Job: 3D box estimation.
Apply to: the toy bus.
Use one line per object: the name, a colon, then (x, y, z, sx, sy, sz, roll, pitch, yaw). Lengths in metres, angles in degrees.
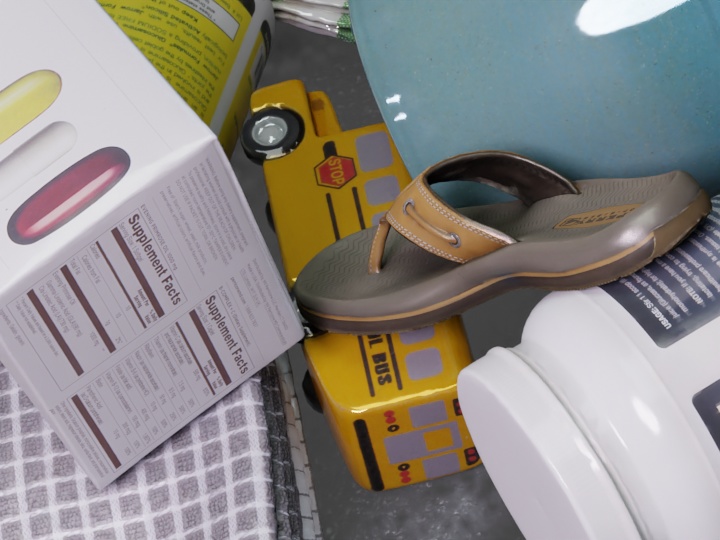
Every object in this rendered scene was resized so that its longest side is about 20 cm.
toy bus: (0.000, 0.000, 1.163, 0.078, 0.065, 0.200, -15, 51, 2)

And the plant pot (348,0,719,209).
plant pot: (0.103, -0.106, 1.149, 0.188, 0.200, 0.200, -23, 50, 12)

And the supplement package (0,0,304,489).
supplement package: (-0.135, -0.043, 1.040, 0.111, 0.156, 0.200, -37, 59, -9)

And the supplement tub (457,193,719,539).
supplement tub: (0.155, 0.044, 1.042, 0.200, 0.141, 0.140, -30, 52, -10)

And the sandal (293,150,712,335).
sandal: (0.051, -0.020, 1.050, 0.200, 0.055, 0.082, -10, 26, 46)

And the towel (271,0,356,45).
towel: (-0.056, -0.180, 1.327, 0.199, 0.031, 0.149, 13, 45, 20)

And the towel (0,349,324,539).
towel: (-0.102, 0.109, 1.080, 0.165, 0.086, 0.200, -13, 56, 4)

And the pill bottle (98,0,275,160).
pill bottle: (-0.119, -0.059, 1.208, 0.112, 0.113, 0.200, 6, 54, 18)
